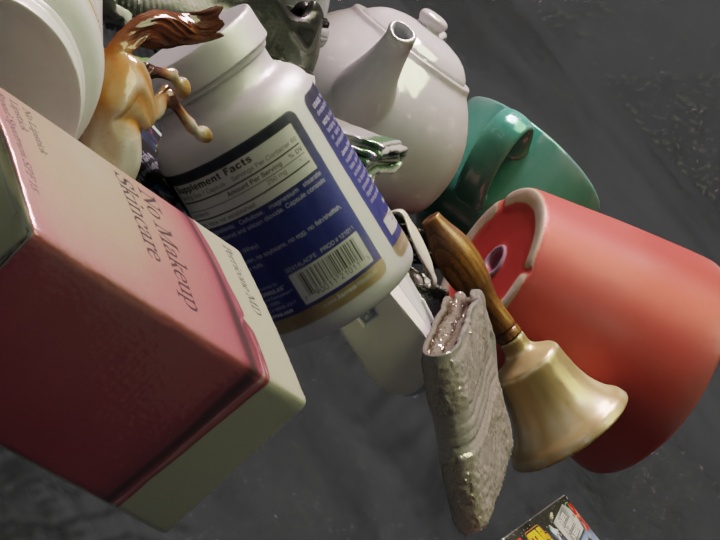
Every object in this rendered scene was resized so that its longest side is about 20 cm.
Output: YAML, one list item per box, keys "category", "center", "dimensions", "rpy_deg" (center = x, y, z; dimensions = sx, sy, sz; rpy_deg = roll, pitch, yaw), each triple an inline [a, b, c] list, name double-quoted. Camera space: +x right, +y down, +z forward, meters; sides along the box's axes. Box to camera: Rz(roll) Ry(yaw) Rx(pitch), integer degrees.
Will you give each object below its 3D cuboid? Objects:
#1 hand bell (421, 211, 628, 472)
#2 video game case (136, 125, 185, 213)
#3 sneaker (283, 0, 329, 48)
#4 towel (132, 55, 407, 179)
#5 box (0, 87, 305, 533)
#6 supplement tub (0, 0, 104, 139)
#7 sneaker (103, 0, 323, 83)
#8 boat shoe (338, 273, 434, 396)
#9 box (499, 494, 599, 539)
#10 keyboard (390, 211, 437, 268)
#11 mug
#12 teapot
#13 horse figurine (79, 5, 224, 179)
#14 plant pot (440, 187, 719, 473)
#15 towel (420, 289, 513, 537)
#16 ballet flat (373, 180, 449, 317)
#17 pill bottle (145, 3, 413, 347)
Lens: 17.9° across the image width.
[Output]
- category: "hand bell"
  center: [0.107, 0.041, 1.732]
  dimensions: [0.201, 0.104, 0.104]
  rpy_deg: [56, 13, -11]
- category: "video game case"
  center: [-0.183, -0.095, 1.463]
  dimensions: [0.182, 0.023, 0.200]
  rpy_deg: [48, 14, -4]
- category: "sneaker"
  center: [-0.107, -0.245, 1.764]
  dimensions: [0.198, 0.116, 0.075]
  rpy_deg: [12, 14, -20]
- category: "towel"
  center: [-0.069, -0.109, 1.643]
  dimensions: [0.198, 0.031, 0.149]
  rpy_deg: [20, 5, 7]
- category: "box"
  center: [-0.141, 0.019, 1.123]
  dimensions: [0.200, 0.109, 0.128]
  rpy_deg: [35, 20, -43]
- category: "supplement tub"
  center: [-0.209, -0.130, 1.230]
  dimensions: [0.144, 0.144, 0.200]
  rpy_deg: [42, 16, -24]
- category: "sneaker"
  center: [-0.111, -0.195, 1.703]
  dimensions: [0.199, 0.091, 0.066]
  rpy_deg: [19, 0, -25]
- category: "boat shoe"
  center: [0.000, 0.000, 1.658]
  dimensions: [0.200, 0.072, 0.068]
  rpy_deg: [52, 12, 11]
- category: "box"
  center: [0.148, 0.231, 1.567]
  dimensions: [0.137, 0.040, 0.200]
  rpy_deg: [53, 15, 9]
- category: "keyboard"
  center: [0.017, -0.033, 1.892]
  dimensions: [0.104, 0.040, 0.200]
  rpy_deg: [31, 3, 34]
- category: "mug"
  center: [0.109, -0.068, 1.993]
  dimensions: [0.152, 0.115, 0.185]
  rpy_deg: [28, -17, 49]
- category: "teapot"
  center: [0.020, -0.152, 1.890]
  dimensions: [0.197, 0.146, 0.200]
  rpy_deg: [31, 10, -40]
- category: "horse figurine"
  center: [-0.134, -0.066, 1.315]
  dimensions: [0.050, 0.202, 0.132]
  rpy_deg: [8, -8, 29]
- category: "plant pot"
  center: [0.171, 0.036, 1.859]
  dimensions: [0.177, 0.201, 0.201]
  rpy_deg: [32, 20, -21]
- category: "towel"
  center: [0.078, 0.093, 1.613]
  dimensions: [0.200, 0.034, 0.134]
  rpy_deg: [-60, 138, -73]
- category: "ballet flat"
  center: [-0.003, -0.037, 1.748]
  dimensions: [0.201, 0.072, 0.072]
  rpy_deg: [50, 15, 3]
- category: "pill bottle"
  center: [-0.060, -0.062, 1.475]
  dimensions: [0.201, 0.115, 0.116]
  rpy_deg: [59, 12, -14]
